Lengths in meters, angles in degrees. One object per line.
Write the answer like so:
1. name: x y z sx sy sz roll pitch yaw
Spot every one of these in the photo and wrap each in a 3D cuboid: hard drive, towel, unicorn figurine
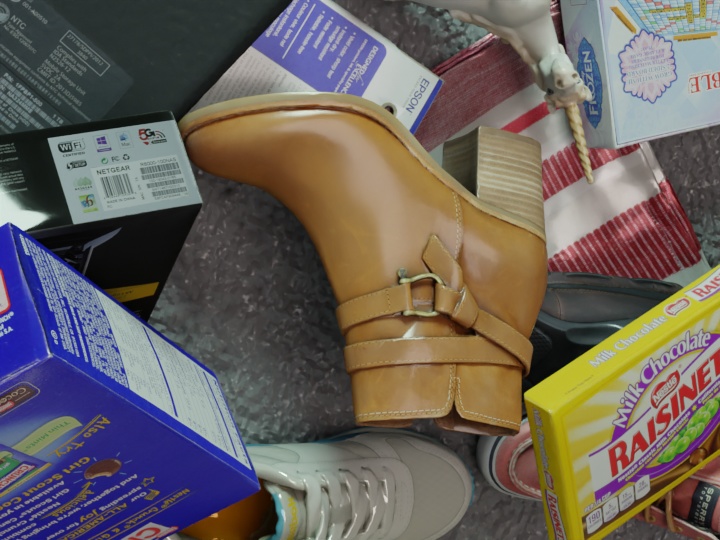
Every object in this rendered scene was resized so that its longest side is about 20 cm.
1. hard drive: -0.140 -0.120 0.833 0.139 0.033 0.200 41 105 -21
2. towel: 0.106 -0.039 0.972 0.143 0.023 0.201 -32 107 -11
3. unicorn figurine: 0.057 -0.150 0.884 0.199 0.138 0.074 30 70 13

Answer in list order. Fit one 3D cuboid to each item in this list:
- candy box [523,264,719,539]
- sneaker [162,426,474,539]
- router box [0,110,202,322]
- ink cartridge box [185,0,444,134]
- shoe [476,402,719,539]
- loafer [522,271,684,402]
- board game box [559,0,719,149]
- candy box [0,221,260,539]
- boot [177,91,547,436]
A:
1. candy box: 0.173 0.060 0.912 0.199 0.026 0.103 -31 125 -23
2. sneaker: -0.027 0.128 0.920 0.198 0.081 0.077 -1 97 -20
3. router box: -0.186 0.001 0.788 0.198 0.157 0.053 -11 67 -25
4. ink cartridge box: -0.061 -0.114 0.898 0.199 0.037 0.095 32 87 -18
5. shoe: 0.171 0.113 0.972 0.198 0.091 0.072 1 111 -20
6. loafer: 0.102 0.031 0.952 0.198 0.063 0.072 5 130 -13
7. board game box: 0.200 -0.184 0.958 0.198 0.041 0.202 -12 100 -24
8. candy box: -0.166 0.081 0.785 0.168 0.078 0.200 -28 149 10
9. boot: 0.000 0.000 0.857 0.198 0.077 0.157 10 77 -21
